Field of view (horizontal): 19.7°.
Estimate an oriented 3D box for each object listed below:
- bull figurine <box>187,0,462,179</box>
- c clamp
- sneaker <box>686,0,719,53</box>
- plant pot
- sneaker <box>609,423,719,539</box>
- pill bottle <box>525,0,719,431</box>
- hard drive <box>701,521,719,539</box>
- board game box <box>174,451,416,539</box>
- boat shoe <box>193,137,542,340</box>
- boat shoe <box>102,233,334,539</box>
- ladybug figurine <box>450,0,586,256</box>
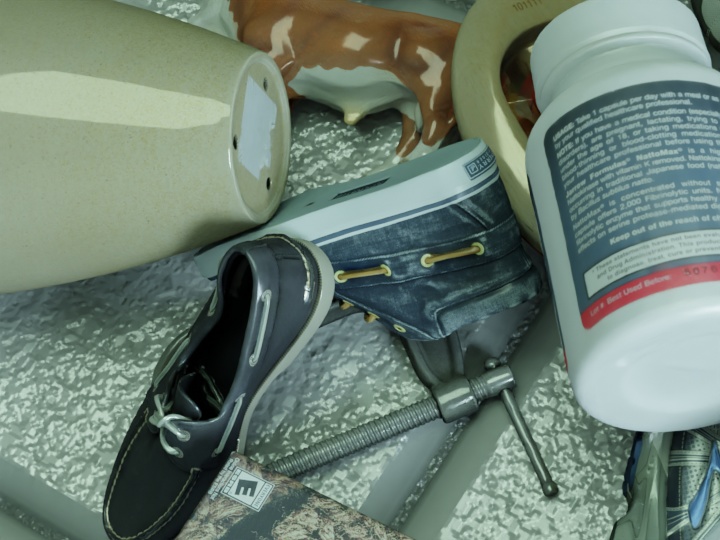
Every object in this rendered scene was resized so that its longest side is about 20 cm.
[{"bbox_3d":[-0.022,-0.117,1.215,0.200,0.065,0.121,10,69,18],"label":"bull figurine"},{"bbox_3d":[-0.013,0.073,1.135,0.200,0.027,0.171,-17,61,1],"label":"c clamp"},{"bbox_3d":[0.278,-0.171,1.147,0.200,0.074,0.079,-21,70,7],"label":"sneaker"},{"bbox_3d":[-0.147,-0.074,1.131,0.200,0.187,0.187,1,63,19],"label":"plant pot"},{"bbox_3d":[0.176,0.116,1.060,0.085,0.077,0.200,15,74,7],"label":"sneaker"},{"bbox_3d":[0.145,-0.034,1.021,0.120,0.120,0.200,-12,58,5],"label":"pill bottle"},{"bbox_3d":[0.216,0.163,0.975,0.132,0.027,0.200,43,96,-12],"label":"hard drive"},{"bbox_3d":[-0.012,0.210,1.015,0.200,0.097,0.159,23,69,26],"label":"board game box"},{"bbox_3d":[0.000,0.000,1.127,0.200,0.091,0.071,-16,14,36],"label":"boat shoe"},{"bbox_3d":[-0.090,0.065,1.091,0.073,0.063,0.200,41,106,30],"label":"boat shoe"},{"bbox_3d":[0.121,-0.068,1.145,0.136,0.072,0.200,-18,69,-17],"label":"ladybug figurine"}]
